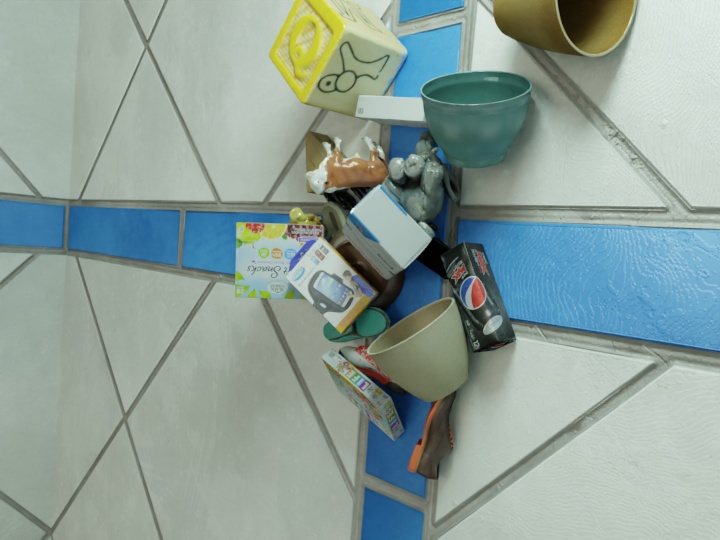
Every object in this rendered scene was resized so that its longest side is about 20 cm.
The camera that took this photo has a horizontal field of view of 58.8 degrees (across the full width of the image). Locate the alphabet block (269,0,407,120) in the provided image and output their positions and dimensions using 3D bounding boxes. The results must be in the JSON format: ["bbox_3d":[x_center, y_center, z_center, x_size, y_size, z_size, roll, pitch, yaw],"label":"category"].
[{"bbox_3d":[-0.051,-0.481,1.417,0.196,0.198,0.197,-54,54,28],"label":"alphabet block"}]

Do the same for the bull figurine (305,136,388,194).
[{"bbox_3d":[-0.030,-0.228,1.406,0.065,0.197,0.124,154,112,-71],"label":"bull figurine"}]

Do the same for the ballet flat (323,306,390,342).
[{"bbox_3d":[0.004,0.121,1.433,0.198,0.070,0.069,-16,79,41],"label":"ballet flat"}]

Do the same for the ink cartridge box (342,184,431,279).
[{"bbox_3d":[0.045,-0.069,1.266,0.086,0.200,0.147,-44,90,-8],"label":"ink cartridge box"}]

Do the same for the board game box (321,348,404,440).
[{"bbox_3d":[0.005,0.269,1.395,0.199,0.034,0.135,33,155,41],"label":"board game box"}]

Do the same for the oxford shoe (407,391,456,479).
[{"bbox_3d":[0.162,0.323,1.284,0.072,0.071,0.203,22,103,13],"label":"oxford shoe"}]

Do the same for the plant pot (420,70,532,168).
[{"bbox_3d":[0.210,-0.272,1.173,0.199,0.199,0.136,28,135,42],"label":"plant pot"}]

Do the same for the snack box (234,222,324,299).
[{"bbox_3d":[-0.183,-0.021,1.456,0.068,0.196,0.172,-100,13,-87],"label":"snack box"}]

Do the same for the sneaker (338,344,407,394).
[{"bbox_3d":[0.041,0.178,1.398,0.200,0.067,0.110,25,105,39],"label":"sneaker"}]

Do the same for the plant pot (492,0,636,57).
[{"bbox_3d":[0.321,-0.453,1.074,0.199,0.184,0.190,24,106,57],"label":"plant pot"}]

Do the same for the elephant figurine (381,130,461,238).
[{"bbox_3d":[0.136,-0.178,1.272,0.140,0.200,0.157,27,115,16],"label":"elephant figurine"}]

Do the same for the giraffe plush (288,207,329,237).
[{"bbox_3d":[-0.151,-0.070,1.546,0.199,0.172,0.164,34,104,31],"label":"giraffe plush"}]

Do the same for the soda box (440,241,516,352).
[{"bbox_3d":[0.223,0.050,1.213,0.063,0.070,0.203,-32,67,38],"label":"soda box"}]

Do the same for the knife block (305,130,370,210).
[{"bbox_3d":[-0.051,-0.239,1.505,0.174,0.063,0.204,-5,85,44],"label":"knife block"}]

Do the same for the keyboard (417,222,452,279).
[{"bbox_3d":[0.132,-0.073,1.346,0.199,0.039,0.105,39,138,38],"label":"keyboard"}]

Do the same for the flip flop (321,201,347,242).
[{"bbox_3d":[-0.046,-0.059,1.468,0.080,0.057,0.203,-10,106,42],"label":"flip flop"}]

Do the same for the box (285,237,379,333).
[{"bbox_3d":[-0.069,0.024,1.387,0.200,0.041,0.119,43,96,8],"label":"box"}]

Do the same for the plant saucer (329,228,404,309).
[{"bbox_3d":[0.000,0.000,1.410,0.197,0.037,0.204,5,103,24],"label":"plant saucer"}]

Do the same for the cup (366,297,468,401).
[{"bbox_3d":[0.131,0.166,1.241,0.199,0.200,0.144,-27,96,41],"label":"cup"}]

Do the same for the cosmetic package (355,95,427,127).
[{"bbox_3d":[0.087,-0.338,1.357,0.198,0.082,0.051,17,98,44],"label":"cosmetic package"}]
